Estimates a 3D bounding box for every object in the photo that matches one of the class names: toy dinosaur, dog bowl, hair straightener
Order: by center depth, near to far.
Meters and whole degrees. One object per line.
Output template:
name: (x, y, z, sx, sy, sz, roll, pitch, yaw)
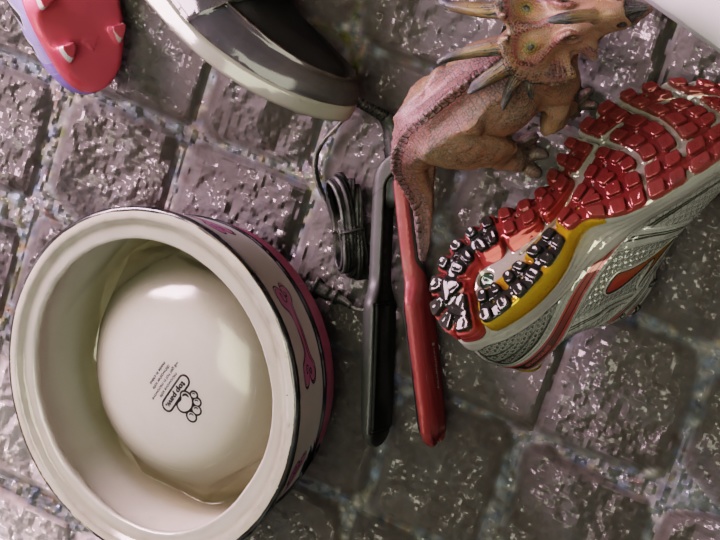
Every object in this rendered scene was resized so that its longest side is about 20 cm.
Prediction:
toy dinosaur: (0.063, -0.092, 1.095, 0.086, 0.135, 0.200, 45, 111, 9)
hair straightener: (0.000, 0.000, 1.185, 0.076, 0.041, 0.202, -5, 96, 22)
dog bowl: (-0.101, 0.059, 1.203, 0.198, 0.074, 0.202, 6, 102, 30)

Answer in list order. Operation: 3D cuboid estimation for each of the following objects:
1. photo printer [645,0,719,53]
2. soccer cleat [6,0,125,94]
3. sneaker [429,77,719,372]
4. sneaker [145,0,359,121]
photo printer: (0.200, -0.188, 1.032, 0.200, 0.069, 0.167, 42, 116, 30)
soccer cleat: (-0.199, -0.192, 1.232, 0.076, 0.066, 0.201, -21, 96, 54)
sneaker: (0.131, -0.024, 1.120, 0.199, 0.082, 0.078, -38, 45, 9)
sneaker: (-0.061, -0.174, 1.159, 0.200, 0.075, 0.107, 42, 110, 17)
